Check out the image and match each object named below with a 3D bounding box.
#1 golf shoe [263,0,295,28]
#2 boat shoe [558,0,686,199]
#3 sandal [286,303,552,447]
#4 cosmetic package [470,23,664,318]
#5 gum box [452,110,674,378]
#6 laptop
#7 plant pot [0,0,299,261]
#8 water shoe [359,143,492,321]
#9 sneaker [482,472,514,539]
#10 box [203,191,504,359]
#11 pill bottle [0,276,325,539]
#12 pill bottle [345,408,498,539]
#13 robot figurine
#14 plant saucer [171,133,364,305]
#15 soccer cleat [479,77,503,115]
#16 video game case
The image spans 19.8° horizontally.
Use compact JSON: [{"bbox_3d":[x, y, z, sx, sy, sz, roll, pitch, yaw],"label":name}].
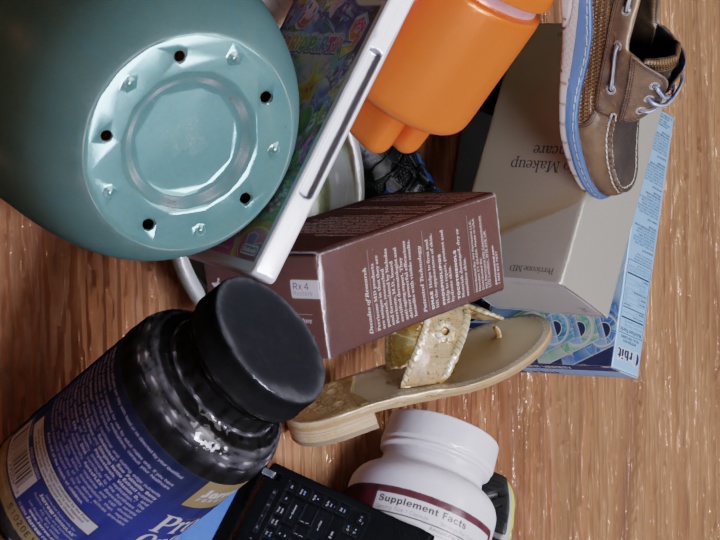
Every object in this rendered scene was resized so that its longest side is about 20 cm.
[{"bbox_3d":[-0.051,-0.195,1.349,0.092,0.075,0.200,-59,170,20],"label":"golf shoe"},{"bbox_3d":[0.175,-0.135,1.365,0.072,0.072,0.201,-47,138,-47],"label":"boat shoe"},{"bbox_3d":[0.040,0.052,1.455,0.211,0.078,0.070,-23,116,-16],"label":"sandal"},{"bbox_3d":[0.146,-0.074,1.489,0.073,0.103,0.201,34,67,-47],"label":"cosmetic package"},{"bbox_3d":[0.143,-0.023,1.562,0.044,0.169,0.201,22,73,-49],"label":"gum box"},{"bbox_3d":[-0.070,0.191,1.351,0.103,0.199,0.178,98,18,-61],"label":"laptop"},{"bbox_3d":[-0.127,-0.097,1.170,0.199,0.161,0.202,-11,116,-23],"label":"plant pot"},{"bbox_3d":[0.046,-0.049,1.512,0.072,0.079,0.201,-51,128,-37],"label":"water shoe"},{"bbox_3d":[0.077,0.253,1.572,0.090,0.078,0.201,35,69,-55],"label":"sneaker"},{"bbox_3d":[0.000,0.000,1.361,0.199,0.100,0.076,-17,104,-49],"label":"box"},{"bbox_3d":[-0.118,0.094,1.199,0.112,0.200,0.112,36,31,-26],"label":"pill bottle"},{"bbox_3d":[0.032,0.208,1.474,0.113,0.112,0.201,40,60,-44],"label":"pill bottle"},{"bbox_3d":[0.055,-0.171,1.365,0.143,0.117,0.200,25,115,-25],"label":"robot figurine"},{"bbox_3d":[-0.076,-0.052,1.383,0.199,0.050,0.202,-2,92,-51],"label":"plant saucer"},{"bbox_3d":[0.049,-0.173,1.538,0.199,0.084,0.065,24,111,-35],"label":"soccer cleat"},{"bbox_3d":[-0.041,-0.092,1.243,0.018,0.143,0.201,29,84,-25],"label":"video game case"}]
